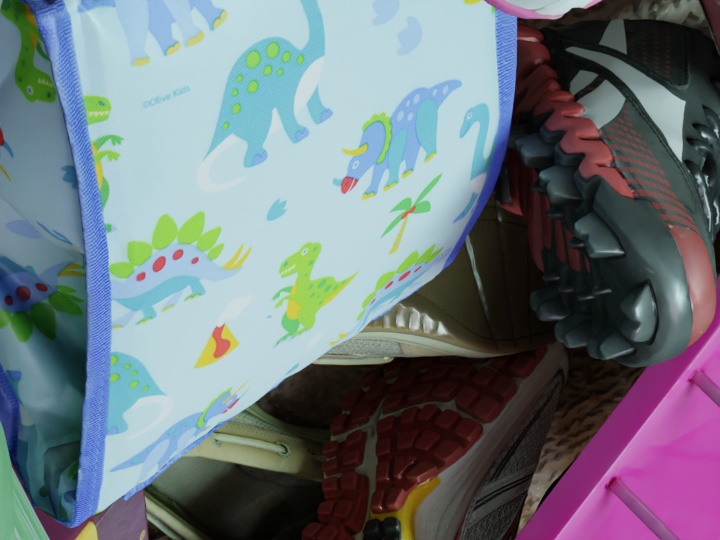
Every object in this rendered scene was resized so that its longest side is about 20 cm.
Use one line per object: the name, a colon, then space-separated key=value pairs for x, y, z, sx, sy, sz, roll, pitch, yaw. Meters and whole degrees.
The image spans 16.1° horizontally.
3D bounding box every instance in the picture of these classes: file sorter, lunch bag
file sorter: x=0.147 y=0.109 z=0.860 sx=0.139 sy=0.125 sz=0.200 roll=13 pitch=118 yaw=-53
lunch bag: x=-0.045 y=-0.043 z=0.742 sx=0.170 sy=0.127 sz=0.201 roll=-33 pitch=132 yaw=-29

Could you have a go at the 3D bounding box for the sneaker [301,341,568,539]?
sneaker: x=0.023 y=0.099 z=0.933 sx=0.082 sy=0.078 sz=0.200 roll=55 pitch=53 yaw=-33

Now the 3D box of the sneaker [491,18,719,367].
sneaker: x=0.090 y=-0.034 z=0.815 sx=0.097 sy=0.201 sz=0.071 roll=-8 pitch=115 yaw=-6

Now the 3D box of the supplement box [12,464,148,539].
supplement box: x=-0.144 y=0.158 z=0.908 sx=0.131 sy=0.103 sz=0.201 roll=-51 pitch=152 yaw=-41

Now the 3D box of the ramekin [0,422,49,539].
ramekin: x=-0.174 y=0.113 z=0.723 sx=0.199 sy=0.200 sz=0.098 roll=-27 pitch=132 yaw=0

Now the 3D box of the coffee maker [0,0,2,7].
coffee maker: x=-0.159 y=-0.073 z=0.608 sx=0.134 sy=0.193 sz=0.200 roll=-16 pitch=150 yaw=-26

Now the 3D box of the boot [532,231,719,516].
boot: x=0.136 y=0.015 z=0.939 sx=0.188 sy=0.068 sz=0.201 roll=-26 pitch=140 yaw=-27

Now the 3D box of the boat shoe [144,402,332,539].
boat shoe: x=-0.031 y=0.092 z=0.966 sx=0.073 sy=0.063 sz=0.201 roll=-39 pitch=133 yaw=11

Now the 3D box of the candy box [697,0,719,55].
candy box: x=0.190 y=-0.123 z=0.819 sx=0.200 sy=0.056 sz=0.117 roll=-52 pitch=138 yaw=-20

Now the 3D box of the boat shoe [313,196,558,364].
boat shoe: x=0.000 y=0.000 z=0.905 sx=0.199 sy=0.065 sz=0.073 roll=-5 pitch=87 yaw=-39

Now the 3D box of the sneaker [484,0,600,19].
sneaker: x=0.060 y=-0.166 z=0.654 sx=0.088 sy=0.081 sz=0.201 roll=15 pitch=98 yaw=-34
